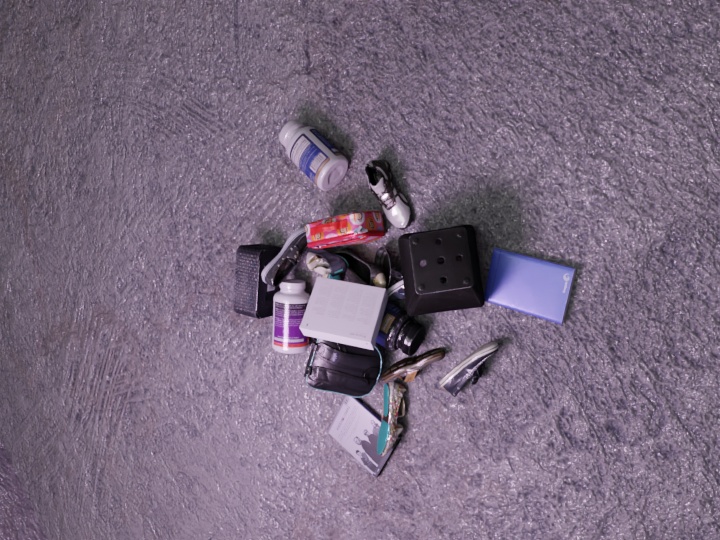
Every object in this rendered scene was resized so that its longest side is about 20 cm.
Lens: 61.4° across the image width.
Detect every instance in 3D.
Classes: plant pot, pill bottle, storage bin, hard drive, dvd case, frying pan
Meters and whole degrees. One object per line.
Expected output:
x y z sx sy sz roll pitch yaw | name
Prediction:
0.189 -0.010 1.434 0.195 0.177 0.205 -8 81 7 | plant pot
-0.135 -0.326 1.687 0.200 0.110 0.112 45 115 19 | pill bottle
-0.297 0.029 1.804 0.092 0.134 0.206 9 99 29 | storage bin
0.401 0.035 1.450 0.196 0.025 0.135 17 103 29 | hard drive
0.008 0.466 1.730 0.199 0.025 0.153 37 112 23 | dvd case
0.069 0.141 1.610 0.197 0.111 0.114 27 108 26 | pill bottle
-0.201 0.133 1.771 0.110 0.112 0.206 8 99 29 | pill bottle
0.076 -0.014 1.586 0.190 0.030 0.118 142 123 -65 | frying pan

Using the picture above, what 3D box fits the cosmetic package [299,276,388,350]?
-0.041 0.108 1.559 0.195 0.052 0.153 10 61 18 | cosmetic package

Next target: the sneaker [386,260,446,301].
0.153 0.050 1.570 0.198 0.078 0.081 -29 75 28 | sneaker

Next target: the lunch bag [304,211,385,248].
-0.047 -0.110 1.618 0.196 0.175 0.084 -10 88 32 | lunch bag

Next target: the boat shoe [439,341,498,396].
0.280 0.248 1.520 0.063 0.074 0.200 49 121 11 | boat shoe

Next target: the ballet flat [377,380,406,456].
0.089 0.402 1.641 0.075 0.062 0.206 -167 84 -72 | ballet flat

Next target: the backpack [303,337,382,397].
-0.042 0.245 1.653 0.195 0.153 0.180 16 96 -3 | backpack

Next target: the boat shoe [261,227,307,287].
-0.201 -0.034 1.741 0.056 0.069 0.201 32 78 38 | boat shoe

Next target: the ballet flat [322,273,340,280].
-0.088 0.091 1.735 0.068 0.069 0.206 7 96 30 | ballet flat

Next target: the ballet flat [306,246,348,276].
-0.111 -0.026 1.685 0.199 0.072 0.075 25 109 52 | ballet flat

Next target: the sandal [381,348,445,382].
0.142 0.261 1.608 0.197 0.082 0.056 -25 95 23 | sandal

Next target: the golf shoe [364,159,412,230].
0.064 -0.196 1.592 0.077 0.094 0.203 -33 80 27 | golf shoe

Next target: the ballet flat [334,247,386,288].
0.000 0.000 1.641 0.199 0.056 0.068 35 122 43 | ballet flat
